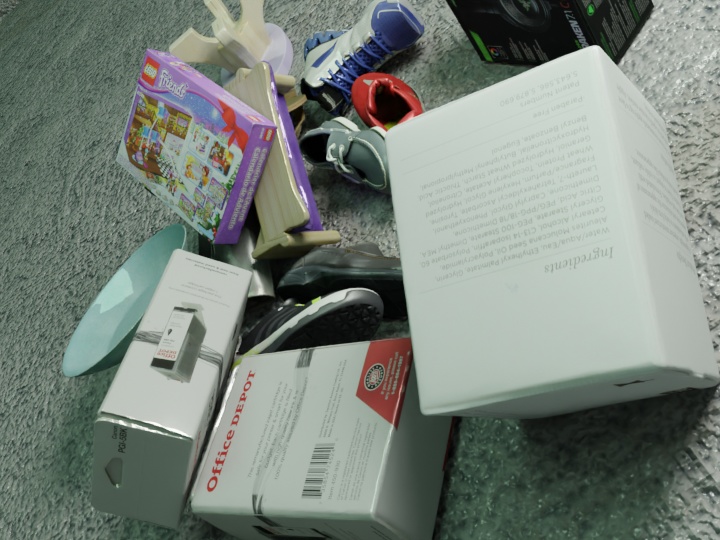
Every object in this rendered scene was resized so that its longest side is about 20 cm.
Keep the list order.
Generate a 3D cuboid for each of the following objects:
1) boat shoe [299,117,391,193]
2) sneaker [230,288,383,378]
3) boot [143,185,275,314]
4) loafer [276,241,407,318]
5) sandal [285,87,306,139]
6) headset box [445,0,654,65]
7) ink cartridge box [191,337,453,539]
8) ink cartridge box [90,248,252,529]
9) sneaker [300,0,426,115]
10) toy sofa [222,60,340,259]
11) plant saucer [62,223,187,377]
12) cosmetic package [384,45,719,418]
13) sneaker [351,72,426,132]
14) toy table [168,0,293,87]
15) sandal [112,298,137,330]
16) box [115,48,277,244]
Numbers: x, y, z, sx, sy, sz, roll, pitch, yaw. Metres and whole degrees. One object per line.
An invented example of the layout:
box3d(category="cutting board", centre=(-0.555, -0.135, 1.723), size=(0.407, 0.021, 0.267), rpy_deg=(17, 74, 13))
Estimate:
box3d(category="boat shoe", centre=(-0.012, -0.124, 0.929), size=(0.061, 0.074, 0.200), rpy_deg=(-19, 27, -18))
box3d(category="sneaker", centre=(-0.062, 0.053, 0.816), size=(0.198, 0.071, 0.084), rpy_deg=(-32, 43, 30))
box3d(category="boot", centre=(-0.179, -0.042, 0.976), size=(0.179, 0.072, 0.205), rpy_deg=(-16, 79, 35))
box3d(category="loafer", centre=(0.000, 0.000, 0.826), size=(0.197, 0.073, 0.073), rpy_deg=(1, 52, 41))
box3d(category="sandal", centre=(-0.100, -0.191, 1.096), size=(0.076, 0.071, 0.212), rpy_deg=(-17, 20, 1))
box3d(category="headset box", centre=(0.169, -0.304, 0.852), size=(0.093, 0.174, 0.199), rpy_deg=(-52, 40, -11))
box3d(category="ink cartridge box", centre=(-0.030, 0.148, 0.698), size=(0.197, 0.083, 0.149), rpy_deg=(-10, 51, 37))
box3d(category="ink cartridge box", centre=(-0.169, 0.107, 0.764), size=(0.202, 0.081, 0.148), rpy_deg=(-78, 5, -47))
box3d(category="sneaker", centre=(-0.008, -0.260, 1.062), size=(0.197, 0.080, 0.117), rpy_deg=(-14, 51, 43))
box3d(category="toy sofa", centre=(-0.084, -0.120, 0.912), size=(0.097, 0.082, 0.204), rpy_deg=(-25, 77, 39))
box3d(category="plant saucer", centre=(-0.244, 0.040, 0.905), size=(0.200, 0.039, 0.203), rpy_deg=(-38, 28, 24))
box3d(category="cosmetic package", centre=(0.134, -0.009, 0.581), size=(0.163, 0.164, 0.205), rpy_deg=(-16, 72, 32))
box3d(category="sneaker", centre=(0.034, -0.189, 0.946), size=(0.077, 0.085, 0.201), rpy_deg=(-40, 39, 4))
box3d(category="toy table", centre=(-0.186, -0.351, 1.266), size=(0.184, 0.117, 0.200), rpy_deg=(-45, 37, 1))
box3d(category="sandal", centre=(-0.254, 0.078, 0.981), size=(0.204, 0.079, 0.060), rpy_deg=(-1, 53, 40))
box3d(category="box", centre=(-0.185, -0.138, 0.915), size=(0.199, 0.039, 0.139), rpy_deg=(37, 115, 32))
